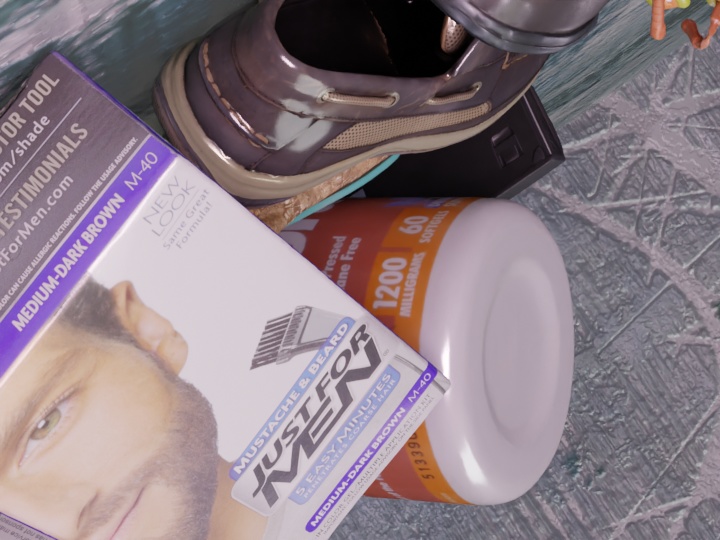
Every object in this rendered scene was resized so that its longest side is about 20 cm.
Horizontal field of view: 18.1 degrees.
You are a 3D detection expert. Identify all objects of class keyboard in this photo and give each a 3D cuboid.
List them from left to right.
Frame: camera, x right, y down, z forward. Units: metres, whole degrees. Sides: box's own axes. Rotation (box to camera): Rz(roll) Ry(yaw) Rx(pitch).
[{"bbox_3d":[0.000,0.000,0.934,0.200,0.128,0.021,-34,146,19],"label":"keyboard"}]

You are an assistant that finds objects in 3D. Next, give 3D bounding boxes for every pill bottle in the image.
[{"bbox_3d":[-0.029,0.028,0.858,0.199,0.113,0.112,1,-164,28],"label":"pill bottle"}]

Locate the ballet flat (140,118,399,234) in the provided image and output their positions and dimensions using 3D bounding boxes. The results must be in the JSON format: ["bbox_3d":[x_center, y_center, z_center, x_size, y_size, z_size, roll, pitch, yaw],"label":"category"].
[{"bbox_3d":[-0.053,-0.033,0.785,0.070,0.066,0.200,0,-152,33],"label":"ballet flat"}]

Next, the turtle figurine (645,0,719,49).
[{"bbox_3d":[0.201,-0.189,1.191,0.161,0.064,0.200,-42,168,7],"label":"turtle figurine"}]

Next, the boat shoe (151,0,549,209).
[{"bbox_3d":[0.021,-0.080,0.752,0.200,0.075,0.073,-34,178,-44],"label":"boat shoe"}]

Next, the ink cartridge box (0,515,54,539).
[{"bbox_3d":[-0.163,0.161,0.808,0.200,0.145,0.084,-48,145,-34],"label":"ink cartridge box"}]

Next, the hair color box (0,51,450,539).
[{"bbox_3d":[-0.059,0.031,0.677,0.109,0.065,0.200,-51,147,-1],"label":"hair color box"}]

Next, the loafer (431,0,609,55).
[{"bbox_3d":[0.072,-0.126,0.700,0.072,0.073,0.200,-46,-179,35],"label":"loafer"}]
